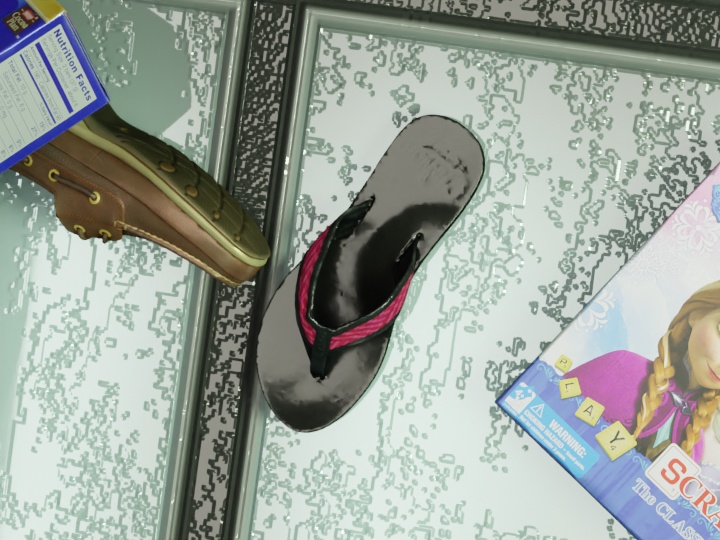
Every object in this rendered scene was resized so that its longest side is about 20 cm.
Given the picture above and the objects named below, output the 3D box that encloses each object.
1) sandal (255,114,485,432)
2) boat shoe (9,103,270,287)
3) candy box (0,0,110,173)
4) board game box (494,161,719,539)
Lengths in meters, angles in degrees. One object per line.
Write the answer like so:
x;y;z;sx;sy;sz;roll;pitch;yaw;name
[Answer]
0.000;0.000;1.458;0.075;0.045;0.201;32;97;6;sandal
-0.141;-0.048;1.470;0.200;0.072;0.068;36;102;13;boat shoe
-0.266;-0.104;1.413;0.200;0.077;0.169;-34;47;-13;candy box
0.213;0.069;1.428;0.200;0.041;0.200;43;98;5;board game box
